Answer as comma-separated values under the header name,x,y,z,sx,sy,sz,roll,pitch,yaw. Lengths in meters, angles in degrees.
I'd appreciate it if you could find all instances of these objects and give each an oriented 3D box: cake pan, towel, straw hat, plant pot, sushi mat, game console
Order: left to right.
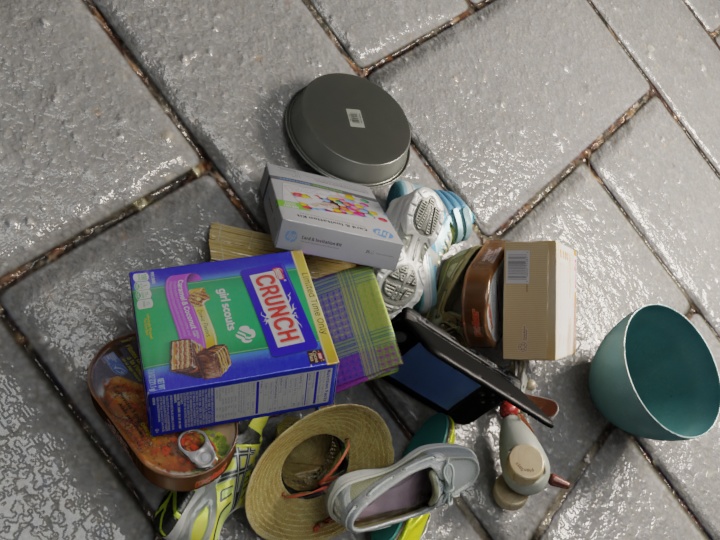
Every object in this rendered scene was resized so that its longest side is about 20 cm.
name,x,y,z,sx,sy,sz,roll,pitch,yaw
sushi mat,-0.096,-0.019,1.031,0.197,0.012,0.096,11,30,-14
straw hat,-0.061,0.215,0.939,0.198,0.204,0.085,-3,28,-32
towel,-0.058,0.084,0.979,0.197,0.023,0.146,-21,73,7
cake pan,-0.011,-0.210,1.184,0.197,0.037,0.203,12,54,-17
game console,0.110,0.147,1.011,0.199,0.176,0.117,33,38,-19
plant pot,0.428,0.169,1.238,0.197,0.135,0.203,13,62,-25

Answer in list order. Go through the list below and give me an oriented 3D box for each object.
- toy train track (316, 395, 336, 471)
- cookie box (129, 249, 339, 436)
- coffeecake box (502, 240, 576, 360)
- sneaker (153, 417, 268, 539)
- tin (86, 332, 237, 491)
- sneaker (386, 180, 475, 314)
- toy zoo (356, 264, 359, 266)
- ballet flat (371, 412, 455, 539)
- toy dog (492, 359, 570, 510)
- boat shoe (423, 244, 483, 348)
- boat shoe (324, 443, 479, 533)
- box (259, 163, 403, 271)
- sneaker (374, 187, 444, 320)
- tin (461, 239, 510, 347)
name,x,y,z,sx,sy,sz,roll,pitch,yaw
toy train track,-0.038,0.154,1.026,0.113,0.032,0.203,8,66,-28
cookie box,-0.139,0.072,0.881,0.197,0.076,0.173,-7,47,-18
coffeecake box,0.256,0.043,1.141,0.199,0.072,0.157,8,83,-67
sneaker,-0.150,0.220,0.913,0.076,0.075,0.201,44,60,-21
tin,-0.212,0.148,0.871,0.111,0.042,0.200,-30,57,-29
sneaker,0.116,-0.036,1.173,0.128,0.080,0.203,2,68,-23
toy zoo,0.000,0.000,1.113,0.129,0.020,0.203,6,56,-31
ballet flat,0.076,0.279,1.028,0.067,0.066,0.201,51,53,-27
toy dog,0.237,0.227,1.115,0.095,0.132,0.204,9,72,-3
boat shoe,0.141,0.054,1.161,0.073,0.063,0.203,31,55,-16
boat shoe,0.058,0.253,0.932,0.199,0.065,0.076,-6,106,-28
box,-0.044,-0.072,1.038,0.153,0.042,0.201,11,24,-17
sneaker,0.041,-0.013,1.086,0.078,0.099,0.202,36,70,-28
tin,0.182,0.029,1.124,0.200,0.041,0.114,-47,129,-58
